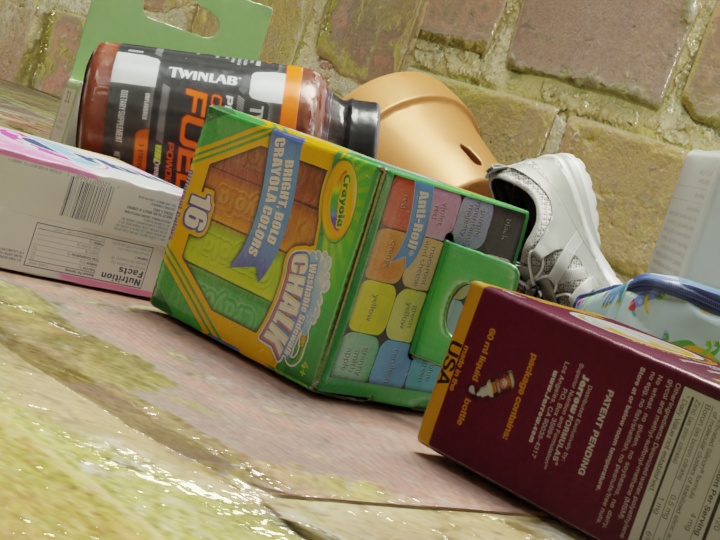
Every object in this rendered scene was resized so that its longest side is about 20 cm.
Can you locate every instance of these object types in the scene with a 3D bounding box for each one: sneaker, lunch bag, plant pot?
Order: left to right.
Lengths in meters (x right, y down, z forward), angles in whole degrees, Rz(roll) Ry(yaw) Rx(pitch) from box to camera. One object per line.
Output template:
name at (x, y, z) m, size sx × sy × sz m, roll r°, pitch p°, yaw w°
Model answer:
plant pot at (0.053, -0.061, 1.457) m, size 0.199 × 0.201 × 0.140 m, roll 13°, pitch 24°, yaw -48°
sneaker at (0.135, 0.010, 1.130) m, size 0.082 × 0.201 × 0.075 m, roll 0°, pitch -29°, yaw -31°
lunch bag at (0.202, 0.067, 0.929) m, size 0.160 × 0.083 × 0.200 m, roll 23°, pitch -9°, yaw -2°

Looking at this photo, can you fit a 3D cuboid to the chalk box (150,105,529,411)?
chalk box at (0.000, 0.000, 0.877) m, size 0.123 × 0.125 × 0.199 m, roll 14°, pitch 5°, yaw -44°

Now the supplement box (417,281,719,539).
supplement box at (0.138, 0.081, 0.724) m, size 0.110 × 0.086 × 0.200 m, roll 14°, pitch 7°, yaw -45°

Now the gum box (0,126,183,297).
gum box at (-0.189, -0.041, 0.941) m, size 0.199 × 0.067 × 0.113 m, roll 14°, pitch 8°, yaw -43°

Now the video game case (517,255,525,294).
video game case at (0.052, 0.005, 1.239) m, size 0.143 × 0.018 × 0.200 m, roll 16°, pitch -14°, yaw -31°

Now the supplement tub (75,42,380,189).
supplement tub at (-0.088, -0.092, 1.085) m, size 0.199 × 0.108 × 0.107 m, roll 6°, pitch 6°, yaw -3°

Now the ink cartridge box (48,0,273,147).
ink cartridge box at (-0.146, -0.118, 1.173) m, size 0.145 × 0.201 × 0.048 m, roll 16°, pitch 3°, yaw -28°

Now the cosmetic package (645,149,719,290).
cosmetic package at (0.290, 0.033, 1.134) m, size 0.166 × 0.201 × 0.166 m, roll 19°, pitch 6°, yaw 1°
